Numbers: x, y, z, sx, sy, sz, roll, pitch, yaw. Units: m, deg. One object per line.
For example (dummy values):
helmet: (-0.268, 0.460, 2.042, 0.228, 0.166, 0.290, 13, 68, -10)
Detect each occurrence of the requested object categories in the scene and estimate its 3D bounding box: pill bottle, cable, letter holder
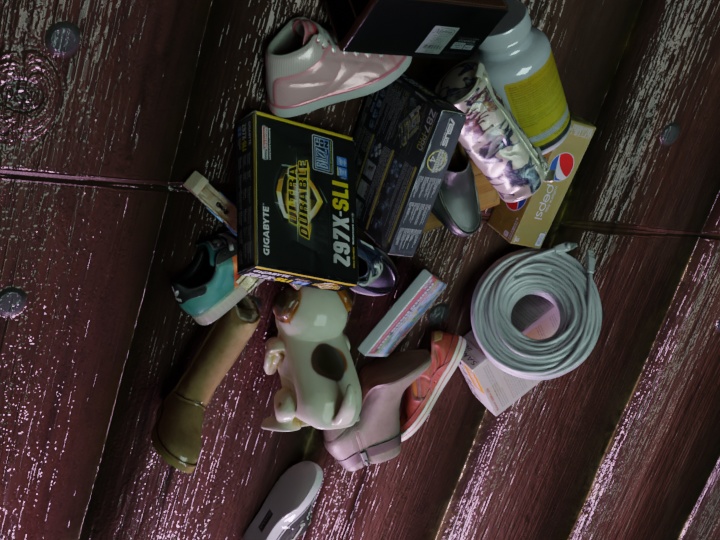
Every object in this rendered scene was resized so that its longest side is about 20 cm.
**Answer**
pill bottle: (0.211, -0.258, 1.606, 0.112, 0.112, 0.201, -34, 131, -10)
cable: (0.264, 0.065, 1.799, 0.198, 0.202, 0.069, -6, 165, 1)
letter holder: (0.058, -0.351, 1.473, 0.198, 0.143, 0.101, -3, 152, -34)

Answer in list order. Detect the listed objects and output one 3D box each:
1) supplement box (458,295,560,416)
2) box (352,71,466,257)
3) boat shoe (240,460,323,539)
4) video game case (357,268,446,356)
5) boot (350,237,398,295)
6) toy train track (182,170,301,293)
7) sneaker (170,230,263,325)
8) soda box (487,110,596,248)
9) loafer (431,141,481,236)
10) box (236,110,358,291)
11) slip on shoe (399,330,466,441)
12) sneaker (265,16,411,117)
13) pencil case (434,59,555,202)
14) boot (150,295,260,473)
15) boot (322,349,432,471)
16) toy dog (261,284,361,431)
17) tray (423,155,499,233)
supplement box: (0.253, 0.118, 1.893, 0.199, 0.074, 0.127, -36, 131, -8)
box: (0.044, -0.143, 1.540, 0.049, 0.161, 0.202, 6, 114, -34)
boat shoe: (-0.111, 0.374, 1.830, 0.063, 0.071, 0.201, 23, 112, -39)
video game case: (0.063, 0.064, 1.696, 0.143, 0.017, 0.200, -50, 170, 3)
boot: (0.000, 0.000, 1.645, 0.199, 0.090, 0.073, 30, 100, -43)
toy train track: (-0.141, -0.050, 1.506, 0.200, 0.032, 0.115, 43, 77, -14)
sneaker: (-0.160, -0.022, 1.546, 0.200, 0.071, 0.080, -45, 127, -7)
soda box: (0.264, -0.138, 1.744, 0.064, 0.068, 0.202, 9, 113, -35)
loafer: (0.118, -0.133, 1.610, 0.072, 0.072, 0.201, -33, 110, -17)
box: (-0.079, -0.083, 1.497, 0.159, 0.049, 0.202, 12, 69, -39)
slip on shoe: (0.093, 0.177, 1.842, 0.061, 0.074, 0.201, 26, 112, -5)
sneaker: (-0.029, -0.269, 1.471, 0.199, 0.075, 0.105, -23, 133, -14)
pencil case: (0.174, -0.182, 1.558, 0.089, 0.078, 0.200, -19, 128, 31)
boot: (-0.201, 0.141, 1.564, 0.066, 0.175, 0.201, 28, 105, -25)
boot: (0.033, 0.216, 1.805, 0.198, 0.070, 0.147, -21, 117, 1)
toy dog: (-0.068, 0.113, 1.624, 0.138, 0.194, 0.203, -5, 88, -14)
tray: (0.105, -0.110, 1.683, 0.198, 0.037, 0.099, -21, 127, -19)
